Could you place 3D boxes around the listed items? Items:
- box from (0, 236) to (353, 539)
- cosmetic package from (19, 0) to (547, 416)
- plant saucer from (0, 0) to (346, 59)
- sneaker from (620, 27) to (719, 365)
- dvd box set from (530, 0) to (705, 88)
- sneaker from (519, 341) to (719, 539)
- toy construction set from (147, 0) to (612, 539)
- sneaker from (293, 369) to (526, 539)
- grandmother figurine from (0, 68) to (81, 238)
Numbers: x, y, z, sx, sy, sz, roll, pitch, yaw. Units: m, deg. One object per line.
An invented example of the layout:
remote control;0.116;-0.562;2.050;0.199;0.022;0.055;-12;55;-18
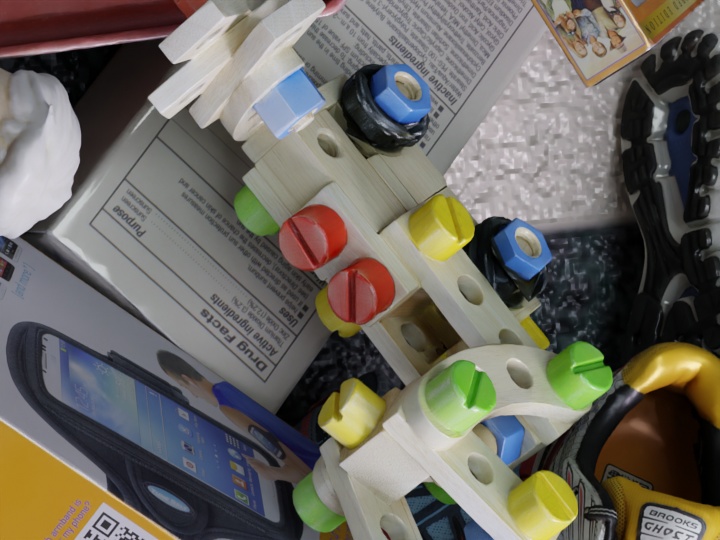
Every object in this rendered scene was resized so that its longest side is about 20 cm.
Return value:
box;-0.086;0.046;0.790;0.200;0.119;0.042;37;108;-12
cosmetic package;-0.025;-0.057;0.903;0.104;0.073;0.200;44;72;-21
plant saucer;-0.119;-0.159;0.834;0.199;0.037;0.201;-9;81;-15
sneaker;0.150;0.013;0.989;0.089;0.078;0.201;10;77;-32
dvd box set;0.050;-0.165;0.896;0.201;0.029;0.146;57;24;-4
sneaker;0.071;0.104;0.798;0.077;0.082;0.201;19;51;-8
toy construction set;0.000;0.000;0.796;0.131;0.092;0.201;-35;100;-54
sneaker;0.042;0.106;0.872;0.096;0.200;0.079;-50;153;1
grandmother figurine;-0.155;-0.071;0.746;0.200;0.121;0.061;35;33;-36
